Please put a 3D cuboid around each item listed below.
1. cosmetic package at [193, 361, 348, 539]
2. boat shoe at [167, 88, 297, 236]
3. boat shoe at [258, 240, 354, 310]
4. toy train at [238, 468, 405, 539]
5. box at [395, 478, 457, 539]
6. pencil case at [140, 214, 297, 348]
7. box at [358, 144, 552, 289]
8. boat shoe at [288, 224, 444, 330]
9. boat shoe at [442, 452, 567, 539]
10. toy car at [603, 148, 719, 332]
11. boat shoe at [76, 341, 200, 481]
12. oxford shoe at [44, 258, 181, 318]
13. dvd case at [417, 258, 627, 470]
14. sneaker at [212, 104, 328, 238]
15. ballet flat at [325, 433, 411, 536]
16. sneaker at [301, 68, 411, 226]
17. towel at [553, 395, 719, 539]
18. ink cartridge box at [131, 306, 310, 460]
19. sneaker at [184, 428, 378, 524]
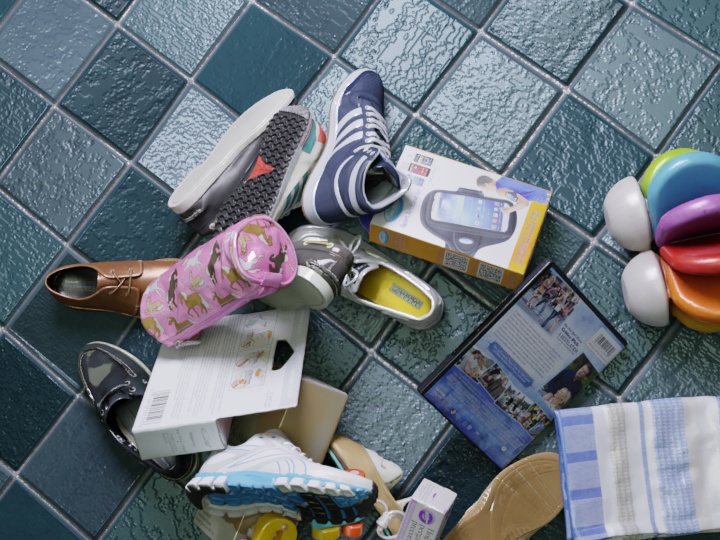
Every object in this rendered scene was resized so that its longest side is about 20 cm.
[{"bbox_3d":[-0.099,0.206,1.155,0.071,0.105,0.200,24,85,-32],"label":"cosmetic package"},{"bbox_3d":[-0.136,-0.127,1.230,0.200,0.074,0.060,-51,120,-16],"label":"boat shoe"},{"bbox_3d":[-0.074,0.001,1.161,0.061,0.201,0.072,-49,115,-20],"label":"boat shoe"},{"bbox_3d":[-0.054,0.293,1.105,0.200,0.056,0.150,-42,115,-10],"label":"toy train"},{"bbox_3d":[0.049,0.309,1.103,0.039,0.041,0.200,24,118,14],"label":"box"},{"bbox_3d":[-0.151,0.014,1.111,0.200,0.083,0.087,-31,94,42],"label":"pencil case"},{"bbox_3d":[0.101,-0.064,1.174,0.200,0.042,0.119,20,59,7],"label":"box"},{"bbox_3d":[-0.002,0.005,1.181,0.202,0.086,0.075,31,88,12],"label":"boat shoe"},{"bbox_3d":[0.145,0.268,1.128,0.200,0.069,0.074,-33,75,-25],"label":"boat shoe"},{"bbox_3d":[0.356,-0.037,1.102,0.175,0.150,0.200,-12,82,7],"label":"toy car"},{"bbox_3d":[-0.264,0.160,1.211,0.074,0.066,0.200,-37,79,3],"label":"boat shoe"},{"bbox_3d":[-0.269,0.020,1.228,0.200,0.071,0.072,-3,81,6],"label":"oxford shoe"},{"bbox_3d":[0.176,0.103,1.143,0.200,0.018,0.143,-45,110,2],"label":"dvd case"},{"bbox_3d":[-0.089,-0.082,1.194,0.070,0.093,0.200,14,73,37],"label":"sneaker"},{"bbox_3d":[0.033,0.251,1.163,0.063,0.069,0.200,-33,89,-6],"label":"ballet flat"},{"bbox_3d":[0.012,-0.141,1.169,0.108,0.070,0.200,-5,59,46],"label":"sneaker"},{"bbox_3d":[0.310,0.211,1.122,0.200,0.024,0.147,-4,81,-6],"label":"towel"},{"bbox_3d":[-0.140,0.114,1.142,0.173,0.200,0.044,-8,120,7],"label":"ink cartridge box"},{"bbox_3d":[-0.074,0.196,1.048,0.200,0.075,0.087,1,47,22],"label":"sneaker"}]
